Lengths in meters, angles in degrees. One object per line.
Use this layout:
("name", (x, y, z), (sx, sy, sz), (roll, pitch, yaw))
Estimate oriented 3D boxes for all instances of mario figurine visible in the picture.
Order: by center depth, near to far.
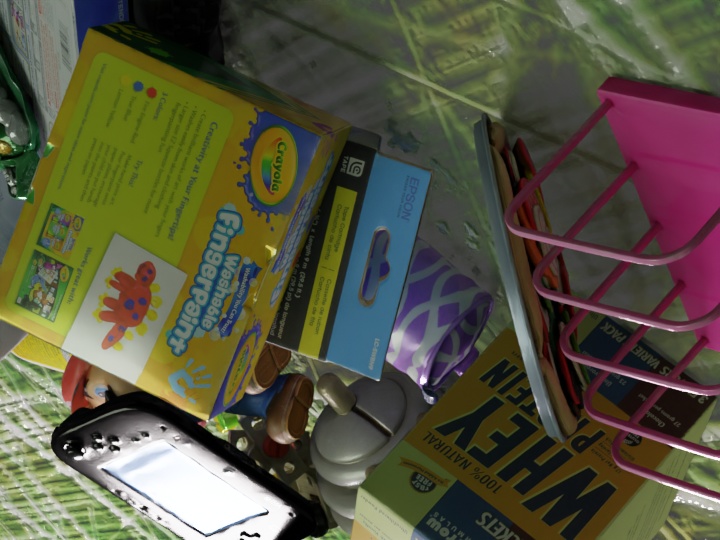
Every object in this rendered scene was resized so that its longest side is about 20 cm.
("mario figurine", (-0.137, 0.096, 1.762), (0.200, 0.106, 0.124), (-2, 98, 37))

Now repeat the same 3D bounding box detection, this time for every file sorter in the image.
("file sorter", (0.184, 0.017, 1.366), (0.139, 0.125, 0.200), (16, 142, 45))

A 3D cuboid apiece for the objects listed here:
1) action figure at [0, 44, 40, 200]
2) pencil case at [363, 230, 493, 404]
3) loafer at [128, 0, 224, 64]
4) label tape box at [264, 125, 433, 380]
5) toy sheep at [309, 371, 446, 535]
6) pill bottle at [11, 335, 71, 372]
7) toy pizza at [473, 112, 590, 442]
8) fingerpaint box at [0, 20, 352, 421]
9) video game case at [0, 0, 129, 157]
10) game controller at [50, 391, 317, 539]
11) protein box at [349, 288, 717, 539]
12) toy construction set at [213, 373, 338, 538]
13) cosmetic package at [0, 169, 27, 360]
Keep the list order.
("action figure", (-0.271, -0.138, 1.717), (0.200, 0.055, 0.118), (61, 153, 7))
("pencil case", (0.000, 0.000, 1.675), (0.200, 0.084, 0.086), (38, 177, 17))
("loafer", (-0.127, -0.167, 1.635), (0.201, 0.068, 0.071), (107, 147, -65))
("label tape box", (-0.044, -0.028, 1.610), (0.200, 0.063, 0.144), (19, 103, 23))
("toy sheep", (0.030, 0.139, 1.776), (0.138, 0.138, 0.200), (14, 146, 47))
("pill bottle", (-0.232, 0.028, 2.017), (0.200, 0.112, 0.113), (12, 140, 48))
("toy pizza", (0.105, 0.002, 1.456), (0.200, 0.032, 0.201), (-14, -90, -83))
("fingerpaint box", (-0.121, -0.033, 1.557), (0.167, 0.200, 0.073), (25, -164, 11))
("video game case", (-0.212, -0.159, 1.686), (0.181, 0.045, 0.200), (47, 149, 38))
("game controller", (-0.123, 0.149, 1.753), (0.104, 0.042, 0.200), (-17, 139, 40))
("protein box", (0.104, 0.153, 1.601), (0.135, 0.200, 0.199), (37, 154, 16))
("toy construction set", (-0.056, 0.136, 1.888), (0.200, 0.092, 0.131), (-143, 34, -82))
("cosmetic package", (-0.292, -0.066, 1.864), (0.123, 0.200, 0.199), (-1, 129, 54))
